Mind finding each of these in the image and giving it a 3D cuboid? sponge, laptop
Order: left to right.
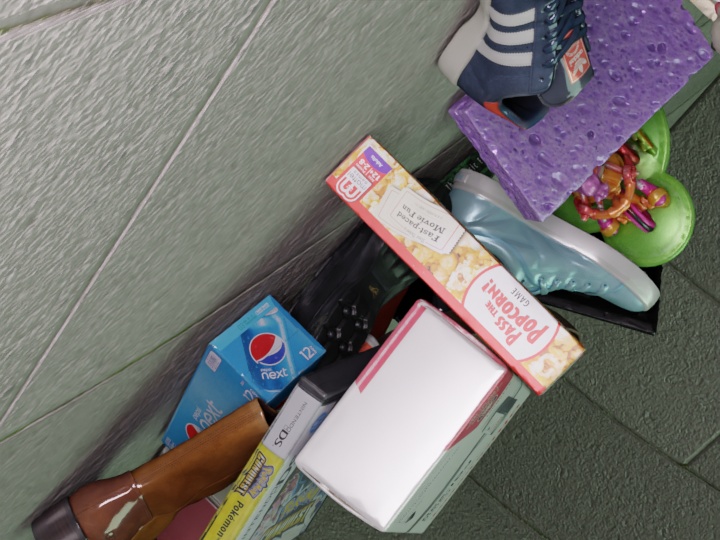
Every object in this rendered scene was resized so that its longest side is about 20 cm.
[{"bbox_3d":[0.173,-0.002,1.661,0.200,0.177,0.103,-75,-179,-48],"label":"laptop"},{"bbox_3d":[0.171,-0.144,1.407,0.200,0.112,0.030,-44,-158,-13],"label":"sponge"}]

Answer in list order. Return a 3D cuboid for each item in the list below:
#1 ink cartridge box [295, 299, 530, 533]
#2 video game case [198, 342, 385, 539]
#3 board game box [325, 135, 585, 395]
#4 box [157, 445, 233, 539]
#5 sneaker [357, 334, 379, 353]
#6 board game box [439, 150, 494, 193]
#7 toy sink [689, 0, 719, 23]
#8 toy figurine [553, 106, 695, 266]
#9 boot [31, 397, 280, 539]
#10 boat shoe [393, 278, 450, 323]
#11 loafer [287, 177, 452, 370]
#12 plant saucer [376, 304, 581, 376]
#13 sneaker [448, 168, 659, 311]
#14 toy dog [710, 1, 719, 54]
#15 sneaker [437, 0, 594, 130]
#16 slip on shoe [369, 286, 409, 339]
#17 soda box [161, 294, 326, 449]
[{"bbox_3d":[0.043,0.111,1.334,0.146,0.085,0.200,-52,169,-1],"label":"ink cartridge box"},{"bbox_3d":[-0.041,0.140,1.354,0.181,0.025,0.200,-58,165,17],"label":"video game case"},{"bbox_3d":[0.069,0.000,1.271,0.046,0.200,0.152,-45,172,2],"label":"board game box"},{"bbox_3d":[-0.126,0.203,1.670,0.128,0.109,0.200,-41,171,-35],"label":"box"},{"bbox_3d":[-0.051,0.086,1.529,0.082,0.077,0.200,-20,-176,-25],"label":"sneaker"},{"bbox_3d":[0.067,-0.057,1.658,0.200,0.023,0.105,-40,170,-35],"label":"board game box"},{"bbox_3d":[0.328,-0.273,1.565,0.130,0.112,0.200,-48,172,14],"label":"toy sink"},{"bbox_3d":[0.172,-0.092,1.507,0.150,0.200,0.184,-42,162,17],"label":"toy figurine"},{"bbox_3d":[-0.130,0.161,1.403,0.200,0.068,0.188,-31,156,4],"label":"boot"},{"bbox_3d":[0.051,0.022,1.668,0.066,0.075,0.199,-9,-164,-23],"label":"boat shoe"},{"bbox_3d":[0.000,0.000,1.474,0.070,0.068,0.201,7,-129,48],"label":"loafer"},{"bbox_3d":[0.088,0.066,1.577,0.200,0.035,0.200,-10,164,-3],"label":"plant saucer"},{"bbox_3d":[0.150,-0.004,1.544,0.082,0.200,0.074,-61,-176,-4],"label":"sneaker"},{"bbox_3d":[0.340,-0.231,1.407,0.140,0.194,0.200,-28,138,-78],"label":"toy dog"},{"bbox_3d":[0.115,-0.153,1.135,0.075,0.085,0.200,-42,172,-22],"label":"sneaker"},{"bbox_3d":[0.001,0.039,1.590,0.074,0.061,0.200,2,145,-33],"label":"slip on shoe"},{"bbox_3d":[-0.095,0.099,1.444,0.068,0.064,0.200,-41,172,-30],"label":"soda box"}]
